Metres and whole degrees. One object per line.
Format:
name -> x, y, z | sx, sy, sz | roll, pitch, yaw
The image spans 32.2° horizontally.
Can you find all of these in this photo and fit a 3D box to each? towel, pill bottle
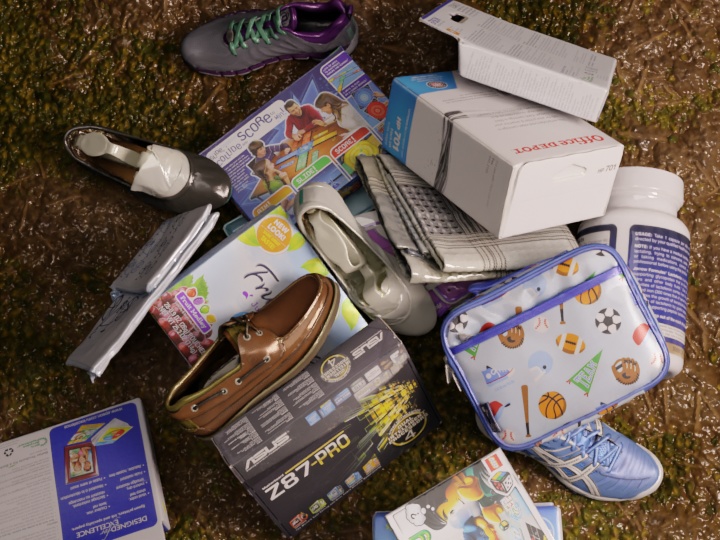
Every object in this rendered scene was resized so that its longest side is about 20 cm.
towel -> 0.109, -0.062, 1.256 | 0.199, 0.035, 0.193 | -4, 44, -20
pill bottle -> 0.275, 0.004, 1.266 | 0.115, 0.116, 0.201 | 7, 77, 3

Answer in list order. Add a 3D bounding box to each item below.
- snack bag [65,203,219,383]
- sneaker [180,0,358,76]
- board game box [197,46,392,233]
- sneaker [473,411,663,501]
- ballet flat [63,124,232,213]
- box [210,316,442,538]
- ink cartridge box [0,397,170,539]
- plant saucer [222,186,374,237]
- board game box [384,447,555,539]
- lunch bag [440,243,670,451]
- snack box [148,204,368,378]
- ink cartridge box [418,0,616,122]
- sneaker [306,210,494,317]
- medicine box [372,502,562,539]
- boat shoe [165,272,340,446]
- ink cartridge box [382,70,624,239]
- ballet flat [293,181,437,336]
snack bag -> -0.226, 0.020, 1.246 | 0.021, 0.188, 0.200 | 39, 76, -16
sneaker -> -0.102, -0.266, 1.358 | 0.199, 0.088, 0.075 | -9, 76, -1
board game box -> -0.056, -0.131, 1.335 | 0.200, 0.034, 0.135 | -38, 71, -8
sneaker -> 0.208, 0.174, 1.247 | 0.199, 0.077, 0.076 | 21, 76, 5
ballet flat -> -0.232, -0.108, 1.310 | 0.199, 0.068, 0.068 | 17, 85, 22
box -> -0.027, 0.156, 1.217 | 0.200, 0.161, 0.049 | -35, 49, -7
ink cartridge box -> -0.291, 0.239, 1.222 | 0.197, 0.047, 0.200 | -17, 50, -4
plant saucer -> -0.046, -0.067, 1.344 | 0.199, 0.019, 0.070 | -30, 77, -6
board game box -> 0.125, 0.281, 1.139 | 0.126, 0.035, 0.200 | -30, 77, -5
lunch bag -> 0.176, 0.068, 1.169 | 0.199, 0.076, 0.161 | -26, 89, 10
snack box -> -0.092, 0.061, 1.258 | 0.168, 0.068, 0.200 | -37, 101, -8
ink cartridge box -> 0.163, -0.220, 1.291 | 0.199, 0.200, 0.041 | 22, 112, 7
sneaker -> 0.047, -0.005, 1.296 | 0.199, 0.073, 0.115 | -7, 80, -4
medicine box -> 0.105, 0.332, 1.199 | 0.181, 0.103, 0.201 | -3, 75, 1
boat shoe -> -0.100, 0.075, 1.176 | 0.200, 0.068, 0.072 | -51, 37, -5
ink cartridge box -> 0.138, -0.124, 1.245 | 0.146, 0.086, 0.200 | -12, 39, -33
ballet flat -> 0.000, 0.000, 1.243 | 0.069, 0.069, 0.200 | -42, 103, -8
